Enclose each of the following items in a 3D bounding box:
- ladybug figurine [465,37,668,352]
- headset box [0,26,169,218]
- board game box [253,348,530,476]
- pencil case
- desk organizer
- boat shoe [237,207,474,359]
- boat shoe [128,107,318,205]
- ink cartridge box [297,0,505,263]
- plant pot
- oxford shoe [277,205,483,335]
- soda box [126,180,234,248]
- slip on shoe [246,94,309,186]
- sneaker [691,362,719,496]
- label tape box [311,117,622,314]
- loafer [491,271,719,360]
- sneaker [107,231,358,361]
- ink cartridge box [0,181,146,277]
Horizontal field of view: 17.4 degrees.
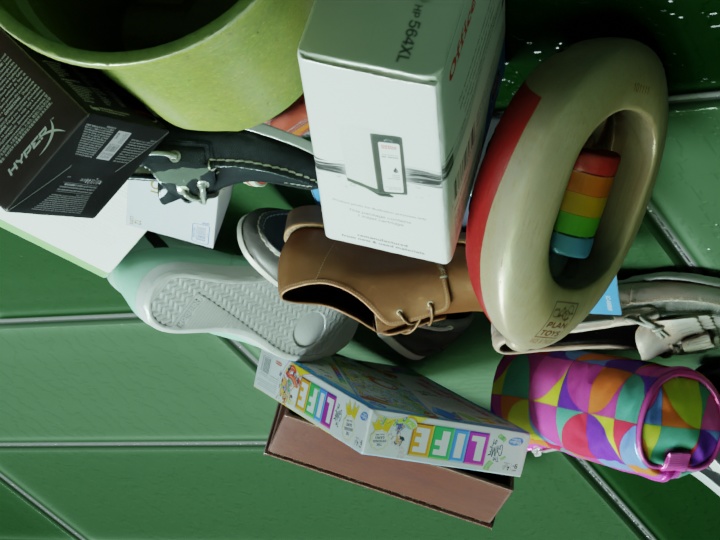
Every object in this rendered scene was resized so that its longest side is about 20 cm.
[{"bbox_3d":[0.117,-0.049,1.411,0.072,0.201,0.135,28,-167,36],"label":"ladybug figurine"},{"bbox_3d":[-0.220,-0.124,1.336,0.200,0.075,0.149,44,-172,9],"label":"headset box"},{"bbox_3d":[0.020,0.103,1.751,0.134,0.034,0.200,10,-173,-27],"label":"board game box"},{"bbox_3d":[0.174,0.102,1.694,0.088,0.089,0.200,31,167,-27],"label":"pencil case"},{"bbox_3d":[0.030,0.134,1.902,0.199,0.072,0.077,18,150,-4],"label":"desk organizer"},{"bbox_3d":[0.000,0.000,1.684,0.057,0.067,0.199,-30,134,35],"label":"boat shoe"},{"bbox_3d":[-0.113,-0.069,1.426,0.199,0.061,0.076,13,171,15],"label":"boat shoe"},{"bbox_3d":[0.028,-0.120,1.345,0.084,0.147,0.200,12,152,11],"label":"ink cartridge box"},{"bbox_3d":[-0.099,-0.169,1.304,0.199,0.202,0.184,8,163,16],"label":"plant pot"},{"bbox_3d":[0.042,0.014,1.533,0.198,0.072,0.071,8,151,10],"label":"oxford shoe"},{"bbox_3d":[-0.109,-0.104,1.505,0.063,0.068,0.201,15,144,3],"label":"soda box"},{"bbox_3d":[-0.041,-0.111,1.487,0.061,0.075,0.200,16,148,-6],"label":"slip on shoe"},{"bbox_3d":[0.312,0.146,1.712,0.199,0.073,0.112,35,154,10],"label":"sneaker"},{"bbox_3d":[0.076,-0.040,1.559,0.198,0.067,0.144,6,151,14],"label":"label tape box"},{"bbox_3d":[0.188,0.040,1.644,0.199,0.063,0.072,5,152,21],"label":"loafer"},{"bbox_3d":[-0.099,0.007,1.761,0.199,0.074,0.118,12,-164,-36],"label":"sneaker"},{"bbox_3d":[-0.187,-0.092,1.629,0.145,0.048,0.200,28,130,-22],"label":"ink cartridge box"}]
